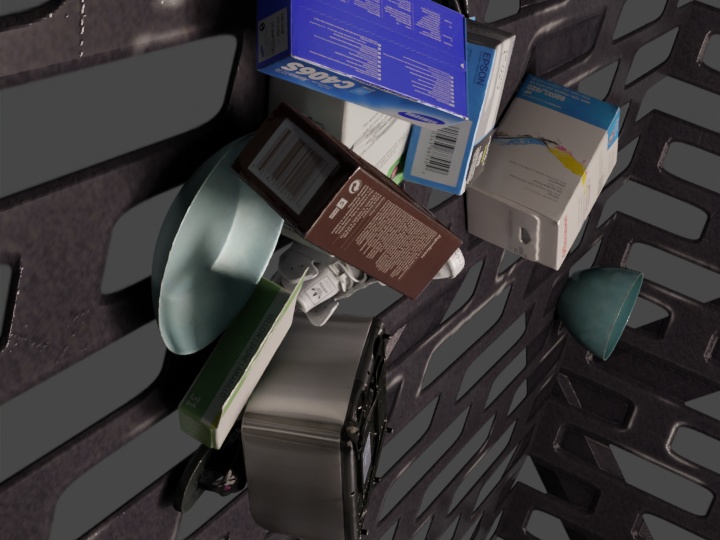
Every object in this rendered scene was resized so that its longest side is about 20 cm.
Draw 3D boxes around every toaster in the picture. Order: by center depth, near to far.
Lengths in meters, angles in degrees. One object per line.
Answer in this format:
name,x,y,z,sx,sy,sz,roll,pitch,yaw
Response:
toaster,-0.038,0.151,1.394,0.181,0.118,0.200,-75,167,-46

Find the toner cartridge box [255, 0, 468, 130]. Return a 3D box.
toner cartridge box,0.005,-0.182,1.100,0.200,0.043,0.095,13,71,-43

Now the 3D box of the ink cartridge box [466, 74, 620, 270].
ink cartridge box,0.253,-0.135,1.926,0.200,0.144,0.147,-59,161,-21

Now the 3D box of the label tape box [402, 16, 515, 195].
label tape box,0.105,-0.168,1.368,0.200,0.066,0.144,-42,146,-68

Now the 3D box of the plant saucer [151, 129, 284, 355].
plant saucer,-0.123,-0.029,1.141,0.201,0.039,0.201,-55,159,-33

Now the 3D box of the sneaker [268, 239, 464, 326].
sneaker,0.000,0.000,1.308,0.115,0.200,0.075,-50,130,-25

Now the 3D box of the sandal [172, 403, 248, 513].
sandal,-0.122,0.183,1.401,0.200,0.048,0.075,-40,150,-56

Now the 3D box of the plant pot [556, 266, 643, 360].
plant pot,0.494,0.071,2.923,0.200,0.135,0.200,-55,160,-31

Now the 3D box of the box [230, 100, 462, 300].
box,-0.008,-0.053,1.128,0.075,0.100,0.200,-52,148,7

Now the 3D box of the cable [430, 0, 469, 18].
cable,0.063,-0.235,1.397,0.200,0.051,0.163,-68,162,10

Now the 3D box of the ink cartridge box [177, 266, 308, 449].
ink cartridge box,-0.106,0.073,1.228,0.146,0.048,0.200,-60,176,-18

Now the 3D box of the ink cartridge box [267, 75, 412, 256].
ink cartridge box,-0.015,-0.138,1.239,0.147,0.083,0.200,-49,156,-42
